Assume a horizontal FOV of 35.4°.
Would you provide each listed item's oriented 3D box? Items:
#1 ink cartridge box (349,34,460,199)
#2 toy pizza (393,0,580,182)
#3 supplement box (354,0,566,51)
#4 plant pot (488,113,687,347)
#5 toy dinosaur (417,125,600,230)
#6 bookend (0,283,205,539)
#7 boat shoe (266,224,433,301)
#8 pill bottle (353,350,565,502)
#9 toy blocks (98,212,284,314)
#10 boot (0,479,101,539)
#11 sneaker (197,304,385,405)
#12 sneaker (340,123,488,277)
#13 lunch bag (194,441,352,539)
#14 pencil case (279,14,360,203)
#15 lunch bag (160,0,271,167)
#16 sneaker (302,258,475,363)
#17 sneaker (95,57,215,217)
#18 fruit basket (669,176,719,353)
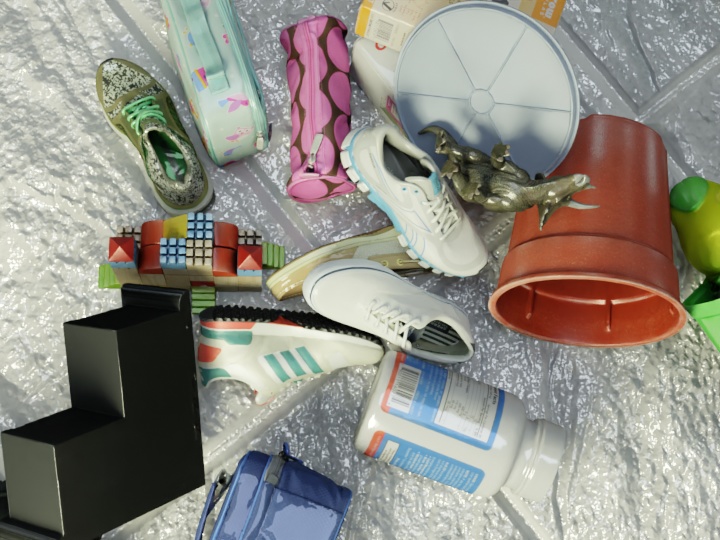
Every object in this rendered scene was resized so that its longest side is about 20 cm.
[{"bbox_3d":[0.102,-0.202,1.256,0.144,0.085,0.200,-36,84,-13],"label":"ink cartridge box"},{"bbox_3d":[0.127,-0.175,1.141,0.200,0.200,0.032,40,39,5],"label":"toy pizza"},{"bbox_3d":[0.109,-0.280,1.194,0.199,0.074,0.127,21,76,-1],"label":"supplement box"},{"bbox_3d":[0.242,-0.044,1.188,0.199,0.201,0.196,10,68,-3],"label":"plant pot"},{"bbox_3d":[0.125,-0.088,1.114,0.199,0.102,0.077,19,78,43],"label":"toy dinosaur"},{"bbox_3d":[-0.250,0.132,1.051,0.092,0.200,0.200,5,104,35],"label":"bookend"},{"bbox_3d":[0.000,0.000,1.203,0.199,0.074,0.067,-19,81,-10],"label":"boat shoe"},{"bbox_3d":[0.102,0.165,1.157,0.199,0.112,0.113,21,76,-1],"label":"pill bottle"},{"bbox_3d":[-0.175,-0.018,1.159,0.199,0.137,0.101,1,77,-6],"label":"toy blocks"},{"bbox_3d":[-0.320,0.282,1.067,0.198,0.073,0.163,-7,68,-45],"label":"boot"},{"bbox_3d":[-0.076,0.094,1.188,0.198,0.070,0.094,7,102,-12],"label":"sneaker"},{"bbox_3d":[0.065,-0.071,1.157,0.200,0.087,0.075,45,69,-13],"label":"sneaker"},{"bbox_3d":[-0.096,0.267,1.100,0.132,0.136,0.201,19,75,-1],"label":"lunch bag"},{"bbox_3d":[-0.046,-0.179,1.229,0.090,0.094,0.201,-11,75,20],"label":"pencil case"},{"bbox_3d":[-0.153,-0.216,1.195,0.077,0.160,0.201,-19,78,-9],"label":"lunch bag"},{"bbox_3d":[0.037,0.043,1.159,0.199,0.071,0.073,16,111,-26],"label":"sneaker"},{"bbox_3d":[-0.220,-0.153,1.211,0.077,0.089,0.201,-33,81,-12],"label":"sneaker"},{"bbox_3d":[0.418,-0.017,1.186,0.215,0.155,0.217,16,67,-43],"label":"fruit basket"}]
